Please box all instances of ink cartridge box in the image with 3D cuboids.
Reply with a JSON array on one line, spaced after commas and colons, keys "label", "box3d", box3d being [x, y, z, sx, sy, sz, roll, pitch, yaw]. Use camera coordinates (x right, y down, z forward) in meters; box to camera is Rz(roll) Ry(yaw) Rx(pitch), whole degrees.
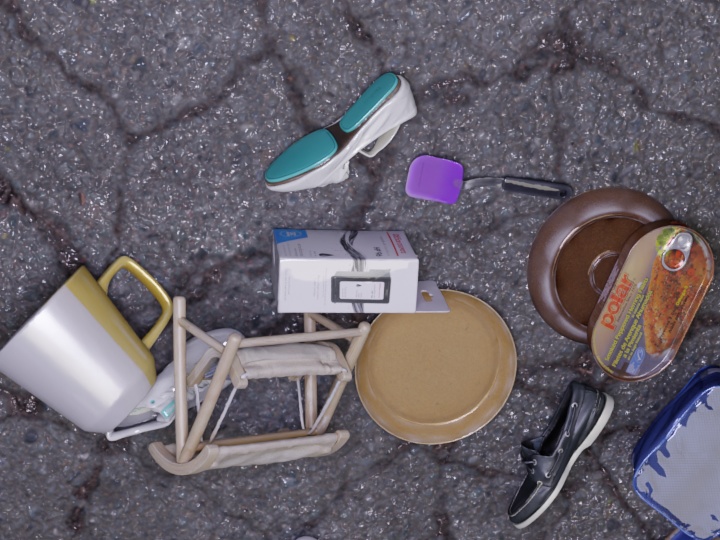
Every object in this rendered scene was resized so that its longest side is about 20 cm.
[{"label": "ink cartridge box", "box3d": [0.000, 0.000, 1.731, 0.198, 0.116, 0.069, 1, 109, -8]}]

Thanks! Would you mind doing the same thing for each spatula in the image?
[{"label": "spatula", "box3d": [0.153, -0.101, 1.763, 0.198, 0.021, 0.057, 4, 121, -10]}]

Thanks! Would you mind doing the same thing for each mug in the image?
[{"label": "mug", "box3d": [-0.299, 0.088, 1.697, 0.187, 0.149, 0.153, -45, 98, 5]}]

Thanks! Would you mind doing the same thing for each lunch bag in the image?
[{"label": "lunch bag", "box3d": [0.428, 0.213, 1.846, 0.136, 0.132, 0.200, 40, 101, 0]}]

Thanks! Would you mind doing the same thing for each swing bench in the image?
[{"label": "swing bench", "box3d": [-0.115, 0.139, 1.717, 0.197, 0.129, 0.202, -3, 111, -39]}]

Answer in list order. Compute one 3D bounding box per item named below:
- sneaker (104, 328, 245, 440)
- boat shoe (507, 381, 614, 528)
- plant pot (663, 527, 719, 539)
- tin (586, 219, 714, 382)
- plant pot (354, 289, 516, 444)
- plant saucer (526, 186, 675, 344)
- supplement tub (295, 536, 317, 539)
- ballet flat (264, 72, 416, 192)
[{"label": "sneaker", "box3d": [-0.215, 0.144, 1.770, 0.199, 0.089, 0.076, -32, 108, 4]}, {"label": "boat shoe", "box3d": [0.230, 0.223, 1.855, 0.066, 0.075, 0.200, 33, 102, -13]}, {"label": "plant pot", "box3d": [0.455, 0.423, 1.888, 0.180, 0.200, 0.200, 42, 100, -11]}, {"label": "tin", "box3d": [0.342, 0.035, 1.792, 0.111, 0.042, 0.202, 20, 105, -17]}, {"label": "plant pot", "box3d": [0.090, 0.114, 1.827, 0.198, 0.028, 0.202, -2, 109, -5]}, {"label": "plant saucer", "box3d": [0.300, 0.001, 1.811, 0.198, 0.032, 0.202, -2, 109, -7]}, {"label": "supplement tub", "box3d": [-0.101, 0.438, 1.860, 0.200, 0.132, 0.132, -43, 108, 9]}, {"label": "ballet flat", "box3d": [-0.016, -0.141, 1.714, 0.199, 0.070, 0.070, -38, 109, 6]}]
